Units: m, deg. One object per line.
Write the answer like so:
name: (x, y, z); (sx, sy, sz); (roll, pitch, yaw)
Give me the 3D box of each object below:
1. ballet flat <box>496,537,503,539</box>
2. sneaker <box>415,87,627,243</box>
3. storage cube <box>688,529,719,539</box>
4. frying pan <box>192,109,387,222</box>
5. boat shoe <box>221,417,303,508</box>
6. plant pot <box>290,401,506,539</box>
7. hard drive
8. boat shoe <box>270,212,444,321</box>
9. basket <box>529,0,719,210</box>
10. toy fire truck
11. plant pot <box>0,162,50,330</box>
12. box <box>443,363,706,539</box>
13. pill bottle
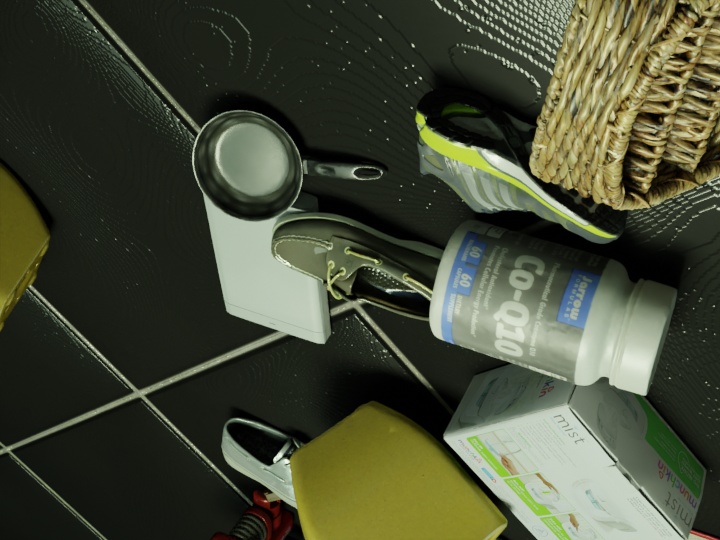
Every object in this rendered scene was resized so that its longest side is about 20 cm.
ballet flat: (0.128, 0.354, 1.350); (0.198, 0.072, 0.072); (31, 141, 2)
sneaker: (0.133, -0.079, 0.904); (0.198, 0.074, 0.081); (32, 149, 14)
storage cube: (0.305, 0.394, 1.180); (0.197, 0.172, 0.181); (16, 139, 20)
frying pan: (-0.077, -0.115, 1.035); (0.188, 0.031, 0.116); (-19, 111, 21)
boat shoe: (-0.099, 0.252, 1.398); (0.198, 0.070, 0.072); (22, 144, 18)
plant pot: (0.021, 0.269, 1.204); (0.201, 0.193, 0.196); (54, 167, 18)
hard drive: (-0.100, -0.013, 1.161); (0.130, 0.027, 0.202); (17, 138, 20)
boat shoe: (0.000, -0.002, 1.054); (0.198, 0.061, 0.073); (15, 139, 8)
basket: (0.211, -0.132, 0.726); (0.147, 0.143, 0.202); (24, 141, 13)
toy fire truck: (-0.141, 0.366, 1.478); (0.127, 0.176, 0.203); (18, 124, 19)
plant pot: (-0.497, -0.027, 1.303); (0.198, 0.197, 0.194); (32, 142, -9)
box: (0.217, 0.188, 1.089); (0.200, 0.097, 0.176); (47, 139, -15)
pill bottle: (0.171, 0.034, 0.949); (0.197, 0.114, 0.115); (17, 139, 20)
